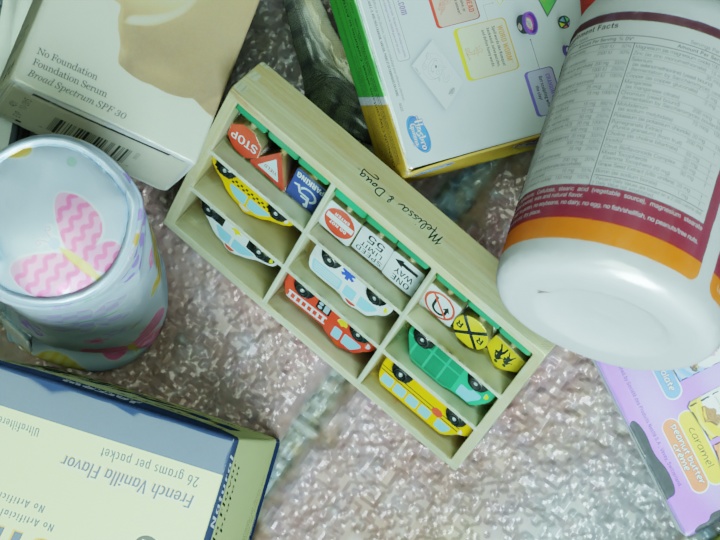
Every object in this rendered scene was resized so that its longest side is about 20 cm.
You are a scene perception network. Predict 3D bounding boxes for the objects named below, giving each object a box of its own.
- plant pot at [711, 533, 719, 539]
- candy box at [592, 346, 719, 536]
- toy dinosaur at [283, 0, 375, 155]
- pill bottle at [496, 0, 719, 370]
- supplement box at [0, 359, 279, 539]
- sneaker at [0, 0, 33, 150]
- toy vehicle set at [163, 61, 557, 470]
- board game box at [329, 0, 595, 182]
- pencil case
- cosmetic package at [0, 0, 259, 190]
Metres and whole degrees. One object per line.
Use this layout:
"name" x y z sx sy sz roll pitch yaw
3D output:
"plant pot" 0.230 0.210 1.228 0.198 0.190 0.202 0 85 5
"candy box" 0.210 0.013 1.301 0.199 0.072 0.169 -26 84 3
"toy dinosaur" 0.005 -0.089 1.339 0.088 0.047 0.201 -16 82 10
"pill bottle" 0.141 -0.064 1.222 0.109 0.110 0.201 17 68 5
"supplement box" -0.138 0.155 1.255 0.133 0.200 0.201 16 88 5
"sneaker" -0.239 -0.092 1.335 0.145 0.077 0.204 8 79 -4
"toy vehicle set" 0.000 0.000 1.297 0.200 0.124 0.027 40 53 6
"board game box" 0.087 -0.140 1.304 0.199 0.040 0.154 -15 85 -17
"pencil case" -0.143 -0.005 1.270 0.090 0.200 0.084 -7 79 -3
"cosmetic package" -0.099 -0.154 1.303 0.105 0.071 0.201 23 75 -13
